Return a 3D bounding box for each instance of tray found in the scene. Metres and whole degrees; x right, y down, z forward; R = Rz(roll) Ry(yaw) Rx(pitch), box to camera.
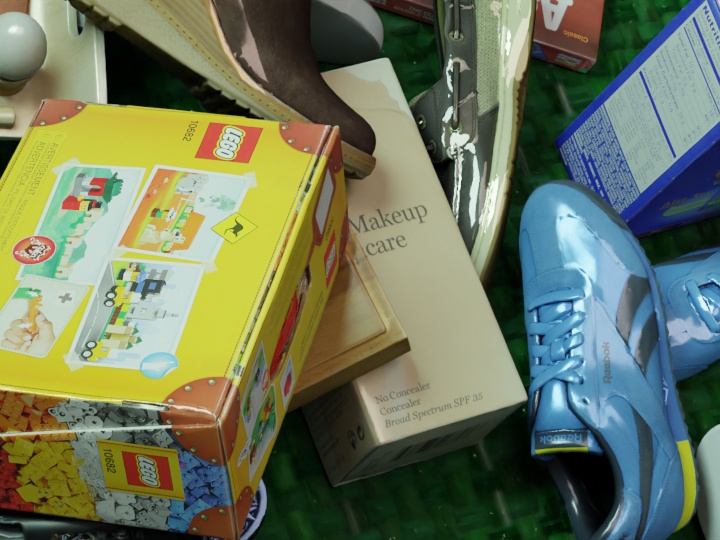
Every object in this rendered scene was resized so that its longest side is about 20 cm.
[{"bbox_3d":[-0.087,0.038,1.305,0.200,0.037,0.099,-26,77,-3],"label":"tray"}]

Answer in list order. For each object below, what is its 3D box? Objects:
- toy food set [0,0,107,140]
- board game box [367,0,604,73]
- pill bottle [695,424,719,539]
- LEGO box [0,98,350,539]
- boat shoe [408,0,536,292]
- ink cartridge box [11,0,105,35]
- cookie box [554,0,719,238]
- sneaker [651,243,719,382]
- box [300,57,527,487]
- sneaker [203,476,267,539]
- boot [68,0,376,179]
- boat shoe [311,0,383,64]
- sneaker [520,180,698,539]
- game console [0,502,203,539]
[{"bbox_3d":[-0.225,-0.142,1.279,0.200,0.060,0.144,2,71,-20],"label":"toy food set"},{"bbox_3d":[0.047,-0.188,1.511,0.200,0.019,0.103,16,65,-14],"label":"board game box"},{"bbox_3d":[0.287,0.106,1.427,0.200,0.114,0.114,-13,74,-25],"label":"pill bottle"},{"bbox_3d":[-0.102,0.016,1.207,0.149,0.077,0.200,7,44,13],"label":"LEGO box"},{"bbox_3d":[0.055,-0.080,1.446,0.065,0.073,0.200,8,67,0],"label":"boat shoe"},{"bbox_3d":[-0.187,-0.185,1.386,0.200,0.076,0.136,20,64,-11],"label":"ink cartridge box"},{"bbox_3d":[0.225,-0.099,1.438,0.171,0.200,0.075,-16,75,-26],"label":"cookie box"},{"bbox_3d":[0.215,0.007,1.462,0.200,0.078,0.066,-19,78,-25],"label":"sneaker"},{"bbox_3d":[0.000,0.000,1.379,0.095,0.078,0.200,-17,76,-25],"label":"box"},{"bbox_3d":[-0.127,0.159,1.275,0.200,0.078,0.070,-34,84,-7],"label":"sneaker"},{"bbox_3d":[-0.037,-0.157,1.306,0.200,0.072,0.166,36,79,-21],"label":"boot"},{"bbox_3d":[-0.055,-0.169,1.395,0.200,0.069,0.057,29,62,-45],"label":"boat shoe"},{"bbox_3d":[0.117,0.051,1.382,0.078,0.066,0.200,-10,84,-49],"label":"sneaker"},{"bbox_3d":[-0.163,0.142,1.228,0.200,0.118,0.171,-2,36,6],"label":"game console"}]
